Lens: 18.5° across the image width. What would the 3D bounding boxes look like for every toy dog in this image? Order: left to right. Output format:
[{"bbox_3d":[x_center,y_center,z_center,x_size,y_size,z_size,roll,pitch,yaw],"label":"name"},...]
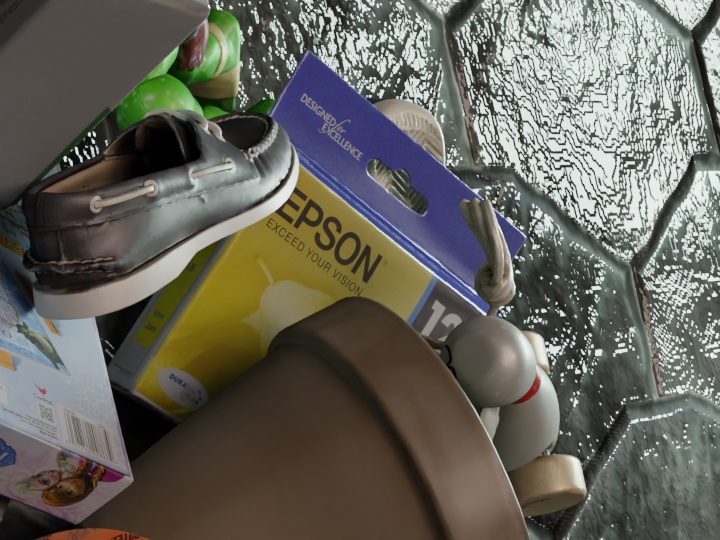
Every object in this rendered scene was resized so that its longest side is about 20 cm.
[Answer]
[{"bbox_3d":[0.050,0.068,1.122,0.200,0.096,0.132,65,10,-51],"label":"toy dog"}]

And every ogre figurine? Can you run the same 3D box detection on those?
[{"bbox_3d":[-0.112,-0.131,1.132,0.120,0.098,0.200,-35,116,-64],"label":"ogre figurine"}]

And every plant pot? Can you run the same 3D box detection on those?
[{"bbox_3d":[-0.040,0.134,1.040,0.173,0.200,0.200,-22,95,-22],"label":"plant pot"}]

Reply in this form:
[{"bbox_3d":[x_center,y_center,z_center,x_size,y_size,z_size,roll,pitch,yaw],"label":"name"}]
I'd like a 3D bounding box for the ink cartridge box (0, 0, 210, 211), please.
[{"bbox_3d":[-0.172,-0.151,0.970,0.083,0.147,0.200,10,46,-51],"label":"ink cartridge box"}]

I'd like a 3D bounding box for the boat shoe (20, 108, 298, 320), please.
[{"bbox_3d":[-0.091,-0.042,1.020,0.200,0.074,0.060,-39,125,-52],"label":"boat shoe"}]

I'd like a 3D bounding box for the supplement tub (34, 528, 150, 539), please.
[{"bbox_3d":[-0.111,0.202,0.900,0.200,0.122,0.123,97,13,-46],"label":"supplement tub"}]

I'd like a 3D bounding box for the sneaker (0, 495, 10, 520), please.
[{"bbox_3d":[-0.217,0.114,0.926,0.106,0.075,0.200,42,38,-27],"label":"sneaker"}]

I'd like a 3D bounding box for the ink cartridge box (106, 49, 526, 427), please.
[{"bbox_3d":[-0.009,0.021,1.169,0.198,0.047,0.200,37,83,-37],"label":"ink cartridge box"}]

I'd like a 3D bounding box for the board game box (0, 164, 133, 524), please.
[{"bbox_3d":[-0.198,-0.007,0.954,0.200,0.041,0.200,31,30,-42],"label":"board game box"}]

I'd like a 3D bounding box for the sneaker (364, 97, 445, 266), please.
[{"bbox_3d":[0.000,0.000,1.252,0.075,0.084,0.200,1,100,-36],"label":"sneaker"}]
